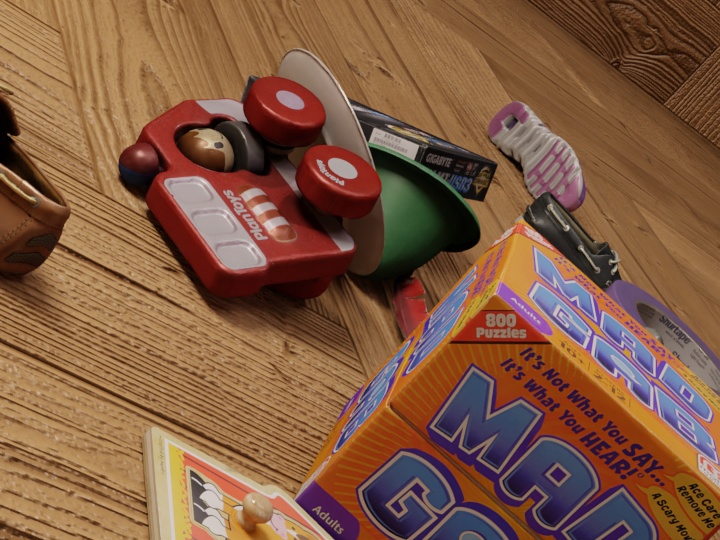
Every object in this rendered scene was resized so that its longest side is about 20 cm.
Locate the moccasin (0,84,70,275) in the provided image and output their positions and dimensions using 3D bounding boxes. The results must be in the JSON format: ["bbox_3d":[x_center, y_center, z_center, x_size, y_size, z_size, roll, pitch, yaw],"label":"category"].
[{"bbox_3d":[-0.246,-0.091,1.031,0.074,0.078,0.201,17,31,-54],"label":"moccasin"}]

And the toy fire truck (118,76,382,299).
[{"bbox_3d":[-0.095,-0.063,1.269,0.168,0.112,0.200,-7,49,-43],"label":"toy fire truck"}]

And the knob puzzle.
[{"bbox_3d":[-0.033,0.183,0.939,0.220,0.030,0.220,38,18,-15],"label":"knob puzzle"}]

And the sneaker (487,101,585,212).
[{"bbox_3d":[0.255,-0.146,2.228,0.088,0.080,0.200,35,17,-46],"label":"sneaker"}]

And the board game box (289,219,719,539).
[{"bbox_3d":[0.106,0.122,1.096,0.200,0.200,0.200,42,18,-2],"label":"board game box"}]

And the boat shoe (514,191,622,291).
[{"bbox_3d":[0.279,-0.013,1.991,0.200,0.060,0.076,40,18,-9],"label":"boat shoe"}]

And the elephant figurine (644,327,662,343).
[{"bbox_3d":[0.230,0.157,1.419,0.200,0.155,0.142,-87,171,-54],"label":"elephant figurine"}]

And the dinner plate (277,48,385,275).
[{"bbox_3d":[-0.035,-0.088,1.381,0.024,0.200,0.200,-19,53,-21],"label":"dinner plate"}]

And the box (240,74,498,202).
[{"bbox_3d":[0.010,-0.128,1.598,0.198,0.050,0.200,27,10,24],"label":"box"}]

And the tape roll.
[{"bbox_3d":[0.316,0.109,1.757,0.200,0.085,0.200,39,18,-15],"label":"tape roll"}]

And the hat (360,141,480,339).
[{"bbox_3d":[0.000,0.000,1.447,0.166,0.176,0.200,35,-18,-16],"label":"hat"}]
